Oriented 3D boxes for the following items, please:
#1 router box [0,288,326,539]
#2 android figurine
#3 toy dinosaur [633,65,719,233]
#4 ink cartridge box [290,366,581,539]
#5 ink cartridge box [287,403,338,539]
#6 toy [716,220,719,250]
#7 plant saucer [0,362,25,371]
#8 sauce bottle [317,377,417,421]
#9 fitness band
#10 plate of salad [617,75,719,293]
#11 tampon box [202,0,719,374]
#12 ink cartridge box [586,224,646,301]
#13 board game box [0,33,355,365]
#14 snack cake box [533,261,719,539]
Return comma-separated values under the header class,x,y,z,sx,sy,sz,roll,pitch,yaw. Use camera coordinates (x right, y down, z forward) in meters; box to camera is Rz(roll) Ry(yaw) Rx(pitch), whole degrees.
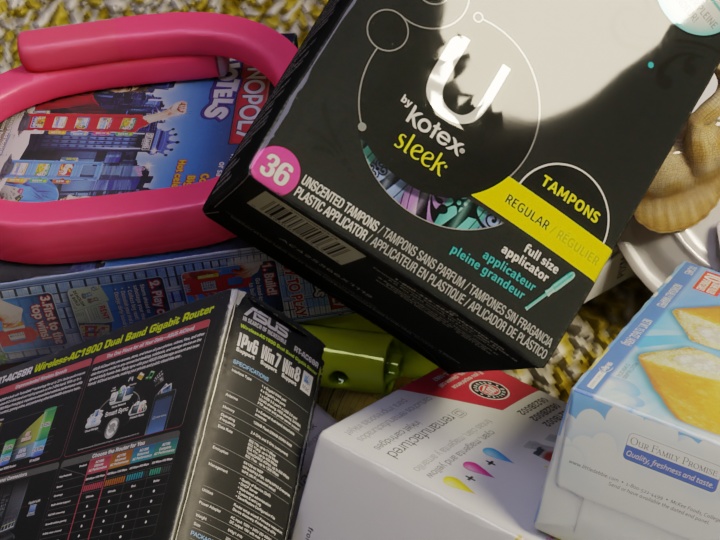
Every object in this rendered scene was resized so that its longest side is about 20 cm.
class,x,y,z,sx,sy,sz,roll,pitch,yaw
router box,-0.115,0.106,0.712,0.200,0.062,0.150,-18,49,42
android figurine,0.000,0.000,0.846,0.200,0.041,0.182,9,41,16
toy dinosaur,0.172,-0.068,0.814,0.200,0.101,0.058,-18,28,2
ink cartridge box,0.082,0.155,0.701,0.200,0.145,0.145,25,23,24
ink cartridge box,-0.091,0.117,0.841,0.146,0.084,0.200,-43,57,-17
toy,0.251,0.058,0.788,0.115,0.047,0.200,-7,72,10
plant saucer,-0.158,-0.018,0.919,0.200,0.032,0.200,-32,23,15
sauce bottle,-0.001,0.064,0.869,0.200,0.065,0.065,35,70,31
fitness band,-0.119,-0.066,0.778,0.200,0.037,0.144,-7,50,1
plate of salad,0.229,-0.060,0.862,0.200,0.048,0.200,0,92,2
tampon box,0.050,-0.077,0.688,0.150,0.126,0.200,33,79,-10
ink cartridge box,0.089,-0.045,0.914,0.200,0.057,0.163,-26,53,-23
board game box,-0.093,-0.039,0.812,0.200,0.062,0.200,3,48,8
snack cake box,0.164,0.067,0.677,0.115,0.067,0.200,19,21,18
